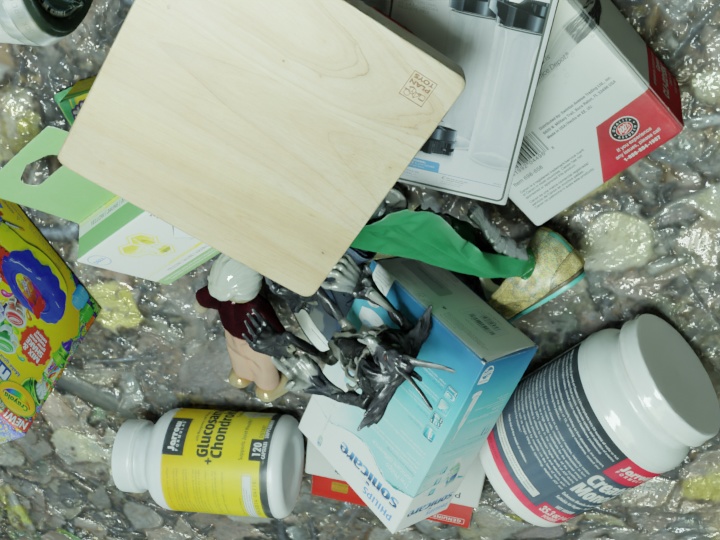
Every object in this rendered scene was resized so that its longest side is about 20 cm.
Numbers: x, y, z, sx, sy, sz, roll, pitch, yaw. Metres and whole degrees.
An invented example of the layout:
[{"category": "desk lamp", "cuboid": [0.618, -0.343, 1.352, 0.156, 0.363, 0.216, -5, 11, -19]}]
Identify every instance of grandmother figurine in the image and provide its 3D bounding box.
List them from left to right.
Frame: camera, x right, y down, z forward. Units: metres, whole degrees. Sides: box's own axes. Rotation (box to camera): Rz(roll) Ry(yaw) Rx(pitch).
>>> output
[{"category": "grandmother figurine", "cuboid": [-0.113, 0.049, 0.974, 0.120, 0.061, 0.201, 17, 144, 13]}]

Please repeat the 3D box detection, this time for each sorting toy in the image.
[{"category": "sorting toy", "cuboid": [-0.066, -0.113, 0.663, 0.199, 0.070, 0.199, 29, 120, -15]}]

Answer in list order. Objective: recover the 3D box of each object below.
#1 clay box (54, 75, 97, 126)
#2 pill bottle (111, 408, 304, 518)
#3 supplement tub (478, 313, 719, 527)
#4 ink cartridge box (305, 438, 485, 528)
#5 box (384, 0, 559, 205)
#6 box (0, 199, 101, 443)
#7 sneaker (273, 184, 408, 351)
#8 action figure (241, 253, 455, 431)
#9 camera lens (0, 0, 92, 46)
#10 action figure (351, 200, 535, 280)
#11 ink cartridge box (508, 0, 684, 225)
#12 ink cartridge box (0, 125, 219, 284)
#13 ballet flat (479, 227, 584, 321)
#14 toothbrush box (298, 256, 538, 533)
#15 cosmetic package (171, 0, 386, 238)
[{"category": "clay box", "cuboid": [-0.177, -0.130, 0.889, 0.198, 0.048, 0.116, -14, 122, 21]}, {"category": "pill bottle", "cuboid": [-0.169, 0.212, 1.105, 0.198, 0.112, 0.113, 1, 127, 12]}, {"category": "supplement tub", "cuboid": [0.221, 0.144, 0.941, 0.140, 0.141, 0.200, 40, 126, -17]}, {"category": "ink cartridge box", "cuboid": [0.038, 0.228, 1.111, 0.198, 0.045, 0.178, 10, 127, 6]}, {"category": "box", "cuboid": [0.071, -0.155, 0.696, 0.115, 0.060, 0.201, 14, 128, 5]}, {"category": "box", "cuboid": [-0.393, 0.042, 0.979, 0.121, 0.193, 0.201, -19, 121, 25]}, {"category": "sneaker", "cuboid": [-0.001, 0.001, 0.927, 0.145, 0.077, 0.203, -22, 118, 30]}, {"category": "action figure", "cuboid": [-0.021, 0.055, 0.817, 0.199, 0.120, 0.102, 17, 165, 45]}, {"category": "camera lens", "cuboid": [-0.309, -0.258, 0.752, 0.198, 0.161, 0.161, 6, 128, 9]}, {"category": "action figure", "cuboid": [0.071, -0.026, 0.792, 0.199, 0.055, 0.118, 17, 169, -38]}, {"category": "ink cartridge box", "cuboid": [0.131, -0.157, 0.771, 0.200, 0.084, 0.144, 43, 125, -19]}, {"category": "ink cartridge box", "cuboid": [-0.219, -0.051, 0.889, 0.199, 0.048, 0.145, 16, 150, -40]}, {"category": "ballet flat", "cuboid": [0.120, 0.029, 0.924, 0.070, 0.071, 0.200, 37, 127, -15]}, {"category": "toothbrush box", "cuboid": [0.045, 0.108, 0.895, 0.146, 0.085, 0.201, 41, 121, 31]}, {"category": "cosmetic package", "cuboid": [-0.067, -0.121, 0.750, 0.149, 0.052, 0.202, -3, 125, -16]}]
